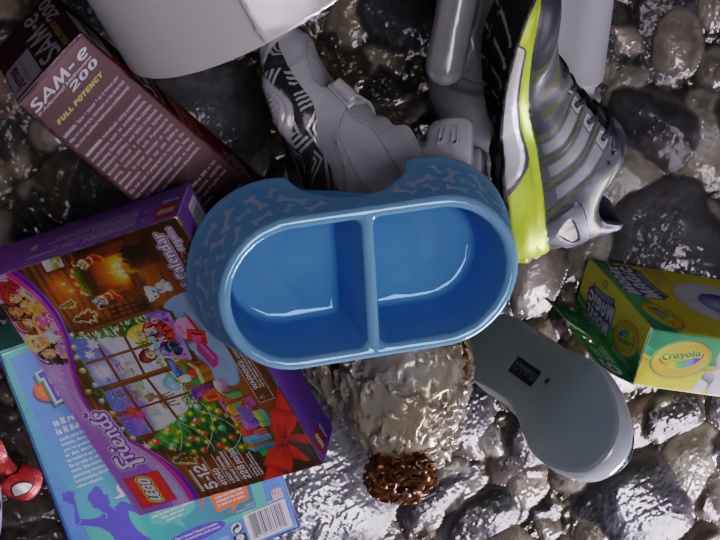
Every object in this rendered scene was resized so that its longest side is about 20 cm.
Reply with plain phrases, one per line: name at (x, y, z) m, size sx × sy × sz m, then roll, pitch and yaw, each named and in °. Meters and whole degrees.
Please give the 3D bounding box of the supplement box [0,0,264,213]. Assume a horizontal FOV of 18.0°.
supplement box at (-0.128, -0.076, 1.404) m, size 0.200 × 0.109 × 0.061 m, roll 40°, pitch 94°, yaw -26°

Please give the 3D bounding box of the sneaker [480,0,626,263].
sneaker at (0.119, -0.094, 1.378) m, size 0.080 × 0.074 × 0.201 m, roll -9°, pitch 132°, yaw -4°

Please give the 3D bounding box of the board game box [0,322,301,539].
board game box at (-0.140, 0.105, 1.496) m, size 0.151 × 0.045 × 0.201 m, roll -21°, pitch 114°, yaw -10°

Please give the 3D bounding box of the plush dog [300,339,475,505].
plush dog at (0.019, 0.052, 1.460) m, size 0.160 × 0.172 × 0.201 m, roll 6°, pitch 107°, yaw -20°

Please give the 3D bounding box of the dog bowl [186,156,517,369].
dog bowl at (0.000, 0.000, 1.328) m, size 0.199 × 0.050 × 0.112 m, roll -8°, pitch 112°, yaw -12°

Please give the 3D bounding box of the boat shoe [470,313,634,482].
boat shoe at (0.146, 0.095, 1.505) m, size 0.091 × 0.200 × 0.071 m, roll 36°, pitch 95°, yaw -29°

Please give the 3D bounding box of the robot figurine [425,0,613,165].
robot figurine at (0.103, -0.159, 1.450) m, size 0.169 × 0.113 × 0.201 m, roll -11°, pitch 114°, yaw -43°

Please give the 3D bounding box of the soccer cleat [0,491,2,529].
soccer cleat at (-0.250, 0.081, 1.380) m, size 0.066 × 0.077 × 0.201 m, roll 2°, pitch 63°, yaw -21°

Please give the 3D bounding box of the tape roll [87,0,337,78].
tape roll at (-0.068, -0.198, 1.331) m, size 0.202 × 0.202 × 0.071 m, roll -33°, pitch 115°, yaw -5°

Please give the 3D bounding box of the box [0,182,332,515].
box at (-0.121, 0.053, 1.397) m, size 0.136 × 0.039 × 0.200 m, roll -17°, pitch 121°, yaw 21°

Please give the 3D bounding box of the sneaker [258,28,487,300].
sneaker at (0.013, -0.079, 1.415) m, size 0.114 × 0.201 × 0.075 m, roll -21°, pitch 156°, yaw 3°

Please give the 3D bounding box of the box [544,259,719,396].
box at (0.234, 0.043, 1.560) m, size 0.199 × 0.117 × 0.049 m, roll 6°, pitch 112°, yaw -20°

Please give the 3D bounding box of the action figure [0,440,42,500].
action figure at (-0.296, 0.113, 1.429) m, size 0.199 × 0.065 × 0.052 m, roll 13°, pitch 65°, yaw -18°
